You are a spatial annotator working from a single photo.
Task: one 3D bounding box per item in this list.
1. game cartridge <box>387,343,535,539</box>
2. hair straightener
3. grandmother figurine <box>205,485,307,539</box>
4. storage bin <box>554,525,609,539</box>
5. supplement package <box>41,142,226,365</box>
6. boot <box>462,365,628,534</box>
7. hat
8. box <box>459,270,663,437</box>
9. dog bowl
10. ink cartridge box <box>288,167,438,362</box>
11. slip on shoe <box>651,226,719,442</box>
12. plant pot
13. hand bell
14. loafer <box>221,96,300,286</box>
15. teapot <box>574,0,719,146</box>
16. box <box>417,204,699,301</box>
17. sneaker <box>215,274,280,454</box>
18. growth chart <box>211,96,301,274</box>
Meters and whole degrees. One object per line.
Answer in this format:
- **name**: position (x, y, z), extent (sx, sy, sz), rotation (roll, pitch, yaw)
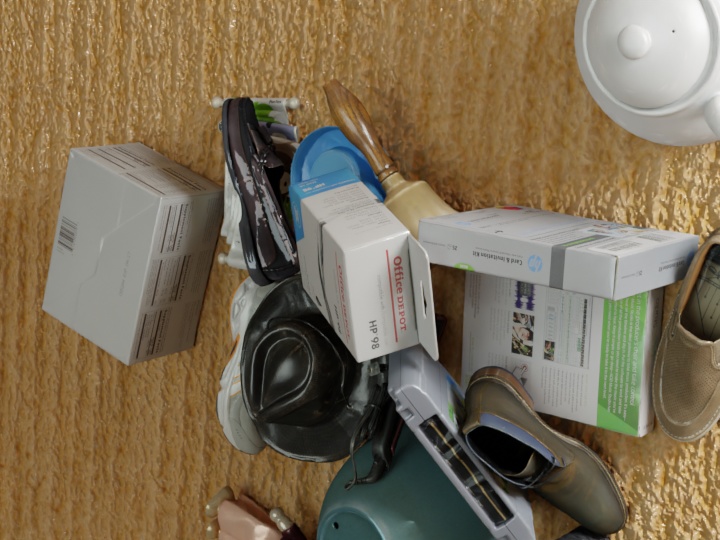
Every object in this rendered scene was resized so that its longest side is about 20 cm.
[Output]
- **game cartridge**: position (0.096, 0.160, 1.308), extent (0.040, 0.134, 0.201), rotation (-35, 104, 9)
- **hair straightener**: position (0.021, 0.116, 1.359), extent (0.041, 0.077, 0.202), rotation (8, 67, 45)
- **grandmother figurine**: position (-0.086, 0.311, 1.555), extent (0.199, 0.060, 0.122), rotation (27, 141, 29)
- **storage bin**: position (0.174, 0.353, 1.328), extent (0.136, 0.093, 0.200), rotation (53, 124, 18)
- **supplement package**: position (-0.259, -0.023, 1.599), extent (0.155, 0.110, 0.202), rotation (28, 113, 31)
- **boot**: position (0.162, 0.184, 1.273), extent (0.200, 0.097, 0.075), rotation (44, 115, -3)
- **hat**: position (-0.066, 0.108, 1.416), extent (0.198, 0.081, 0.204), rotation (6, 101, 31)
- **box**: position (0.184, 0.063, 1.308), extent (0.198, 0.036, 0.147), rotation (12, 105, 38)
- **dog bowl**: position (-0.004, -0.048, 1.431), extent (0.111, 0.049, 0.203), rotation (-14, 88, 39)
- **ink cartridge box**: position (0.000, 0.000, 1.286), extent (0.200, 0.066, 0.117), rotation (-130, 29, -58)
- **slip on shoe**: position (0.293, 0.057, 1.202), extent (0.076, 0.060, 0.202), rotation (31, 115, 31)
- **plant pot**: position (0.032, 0.263, 1.399), extent (0.198, 0.134, 0.203), rotation (8, 102, 38)
- **hand bell**: position (0.021, -0.098, 1.349), extent (0.104, 0.104, 0.201), rotation (-40, 78, 35)
- **loafer**: position (-0.096, -0.087, 1.458), extent (0.062, 0.072, 0.203), rotation (-14, 79, 18)
- **teapot**: position (0.251, -0.186, 1.132), extent (0.198, 0.145, 0.200), rotation (5, 105, 33)
- **box**: position (0.172, -0.020, 1.226), extent (0.198, 0.155, 0.042), rotation (13, 105, 36)
- **sneaker**: position (-0.098, 0.109, 1.519), extent (0.091, 0.075, 0.203), rotation (14, 107, 31)
- **growth chart**: position (-0.104, -0.092, 1.511), extent (0.143, 0.018, 0.203), rotation (-2, 89, 38)
